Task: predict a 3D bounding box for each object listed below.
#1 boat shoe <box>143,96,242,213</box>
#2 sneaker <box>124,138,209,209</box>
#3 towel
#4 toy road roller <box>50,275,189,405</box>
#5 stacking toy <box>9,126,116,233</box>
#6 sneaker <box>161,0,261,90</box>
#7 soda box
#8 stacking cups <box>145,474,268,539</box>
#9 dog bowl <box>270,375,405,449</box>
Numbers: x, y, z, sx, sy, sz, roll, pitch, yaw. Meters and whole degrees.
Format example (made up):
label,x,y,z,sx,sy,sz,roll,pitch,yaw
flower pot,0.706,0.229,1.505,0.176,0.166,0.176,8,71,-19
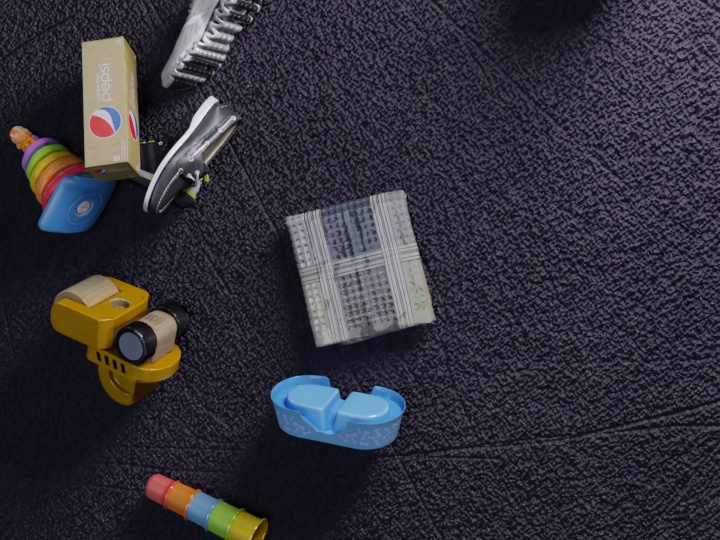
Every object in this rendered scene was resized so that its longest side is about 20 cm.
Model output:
label,x,y,z,sx,sy,sz,roll,pitch,yaw
boat shoe,-0.241,-0.159,1.640,0.060,0.076,0.201,29,76,2
sneaker,-0.315,-0.165,1.718,0.199,0.072,0.083,28,82,13
towel,0.000,0.000,1.636,0.191,0.035,0.202,-13,90,18
toy road roller,-0.368,0.111,1.728,0.198,0.123,0.147,23,116,17
stacking toy,-0.480,-0.160,1.760,0.200,0.116,0.110,46,115,23
sneaker,-0.227,-0.348,1.654,0.200,0.075,0.081,-48,67,17
soda box,-0.366,-0.237,1.675,0.067,0.064,0.202,-7,74,5
stacking cups,-0.240,0.371,1.760,0.198,0.060,0.061,21,104,21
dog bowl,-0.033,0.205,1.632,0.198,0.111,0.050,8,113,19
